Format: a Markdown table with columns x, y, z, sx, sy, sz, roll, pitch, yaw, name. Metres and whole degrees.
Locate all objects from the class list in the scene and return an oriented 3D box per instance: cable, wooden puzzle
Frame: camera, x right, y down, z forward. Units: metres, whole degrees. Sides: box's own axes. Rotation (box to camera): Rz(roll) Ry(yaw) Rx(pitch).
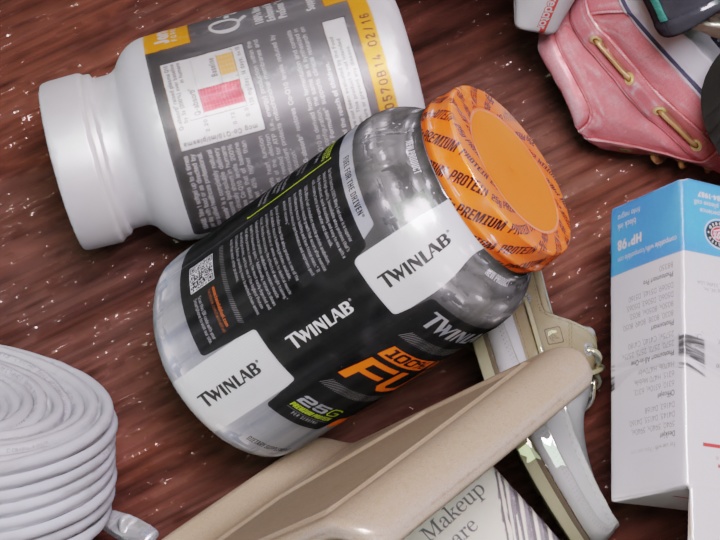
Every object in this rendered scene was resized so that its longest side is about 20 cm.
| x | y | z | sx | sy | sz | roll | pitch | yaw | name |
| --- | --- | --- | --- | --- | --- | --- | --- | --- | --- |
| -0.220 | 0.088 | 0.821 | 0.199 | 0.199 | 0.070 | -2 | 109 | -39 | cable |
| -0.004 | 0.107 | 0.785 | 0.185 | 0.199 | 0.037 | -31 | 95 | -46 | wooden puzzle |

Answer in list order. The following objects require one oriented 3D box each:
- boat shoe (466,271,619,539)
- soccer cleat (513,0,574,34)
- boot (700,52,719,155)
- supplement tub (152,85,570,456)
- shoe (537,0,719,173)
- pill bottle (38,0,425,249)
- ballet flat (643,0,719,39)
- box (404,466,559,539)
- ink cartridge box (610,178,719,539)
| x | y | z | sx | sy | sz | roll | pitch | yaw | name |
| --- | --- | --- | --- | --- | --- | --- | --- | --- | --- |
| 0.097 | 0.051 | 0.886 | 0.068 | 0.075 | 0.201 | -25 | 74 | 0 | boat shoe |
| 0.103 | -0.212 | 0.944 | 0.068 | 0.086 | 0.201 | 10 | 38 | -9 | soccer cleat |
| 0.268 | -0.028 | 0.830 | 0.137 | 0.077 | 0.201 | 6 | 56 | -31 | boot |
| 0.000 | 0.000 | 0.837 | 0.199 | 0.122 | 0.123 | -34 | 73 | 27 | supplement tub |
| 0.190 | -0.086 | 0.929 | 0.200 | 0.091 | 0.072 | 45 | 46 | -14 | shoe |
| -0.068 | -0.082 | 0.906 | 0.198 | 0.116 | 0.117 | -15 | 74 | -3 | pill bottle |
| 0.234 | -0.154 | 0.867 | 0.198 | 0.073 | 0.074 | -10 | 74 | -20 | ballet flat |
| 0.090 | 0.187 | 0.851 | 0.082 | 0.068 | 0.200 | -42 | 78 | -9 | box |
| 0.193 | 0.065 | 0.861 | 0.115 | 0.067 | 0.202 | 11 | 72 | -27 | ink cartridge box |
